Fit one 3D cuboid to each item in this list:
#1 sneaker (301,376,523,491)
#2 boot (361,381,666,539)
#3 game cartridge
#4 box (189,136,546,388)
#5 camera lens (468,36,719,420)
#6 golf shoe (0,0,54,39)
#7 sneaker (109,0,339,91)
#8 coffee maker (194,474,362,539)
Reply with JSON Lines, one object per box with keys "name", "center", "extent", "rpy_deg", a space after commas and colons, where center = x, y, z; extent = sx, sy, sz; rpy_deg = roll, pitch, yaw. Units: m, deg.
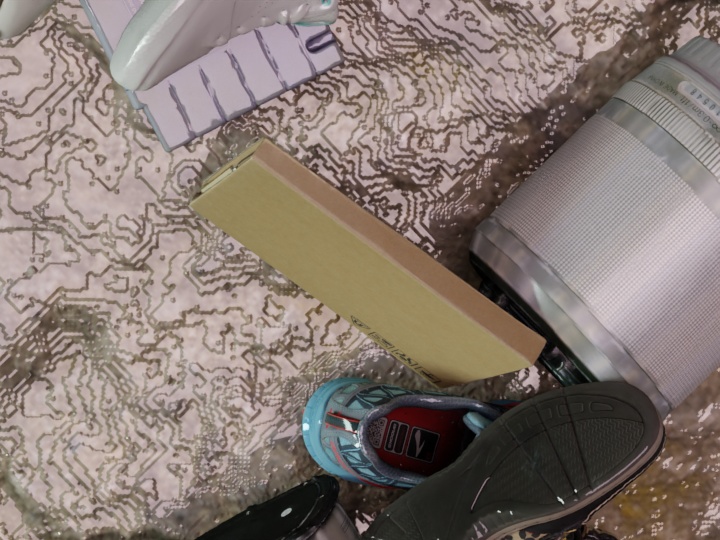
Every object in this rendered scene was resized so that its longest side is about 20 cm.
{"name": "sneaker", "center": [0.067, 0.115, 1.278], "extent": [0.199, 0.095, 0.080], "rpy_deg": [9, 87, -19]}
{"name": "boot", "center": [0.114, 0.148, 1.240], "extent": [0.200, 0.073, 0.150], "rpy_deg": [-37, 143, 16]}
{"name": "game cartridge", "center": [-0.109, -0.187, 1.264], "extent": [0.129, 0.038, 0.201], "rpy_deg": [-26, 99, 1]}
{"name": "box", "center": [0.000, 0.000, 1.234], "extent": [0.200, 0.163, 0.021], "rpy_deg": [37, 74, -10]}
{"name": "camera lens", "center": [0.176, -0.019, 1.253], "extent": [0.200, 0.160, 0.160], "rpy_deg": [-44, 100, 0]}
{"name": "golf shoe", "center": [-0.141, -0.199, 1.207], "extent": [0.088, 0.077, 0.200], "rpy_deg": [41, 91, -17]}
{"name": "sneaker", "center": [-0.056, -0.165, 1.227], "extent": [0.200, 0.075, 0.088], "rpy_deg": [-46, 112, -1]}
{"name": "coffee maker", "center": [-0.043, 0.254, 1.290], "extent": [0.192, 0.135, 0.201], "rpy_deg": [-24, 101, 36]}
